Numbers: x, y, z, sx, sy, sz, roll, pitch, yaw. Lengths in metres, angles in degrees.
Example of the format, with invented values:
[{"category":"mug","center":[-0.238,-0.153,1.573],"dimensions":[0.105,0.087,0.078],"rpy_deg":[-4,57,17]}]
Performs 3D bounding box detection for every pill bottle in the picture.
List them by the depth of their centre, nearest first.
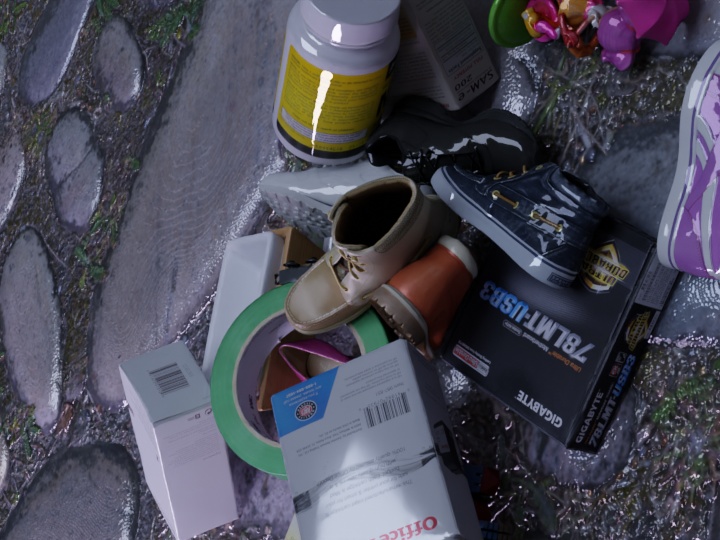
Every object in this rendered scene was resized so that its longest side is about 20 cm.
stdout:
[{"category":"pill bottle","center":[-0.022,-0.208,1.526],"dimensions":[0.200,0.114,0.114],"rpy_deg":[105,156,-54]}]

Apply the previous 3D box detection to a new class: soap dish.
[{"category":"soap dish","center":[-0.106,0.059,1.701],"dimensions":[0.157,0.081,0.200],"rpy_deg":[-10,70,64]}]

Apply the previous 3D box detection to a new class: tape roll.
[{"category":"tape roll","center":[-0.053,0.111,1.543],"dimensions":[0.200,0.048,0.201],"rpy_deg":[-8,70,21]}]

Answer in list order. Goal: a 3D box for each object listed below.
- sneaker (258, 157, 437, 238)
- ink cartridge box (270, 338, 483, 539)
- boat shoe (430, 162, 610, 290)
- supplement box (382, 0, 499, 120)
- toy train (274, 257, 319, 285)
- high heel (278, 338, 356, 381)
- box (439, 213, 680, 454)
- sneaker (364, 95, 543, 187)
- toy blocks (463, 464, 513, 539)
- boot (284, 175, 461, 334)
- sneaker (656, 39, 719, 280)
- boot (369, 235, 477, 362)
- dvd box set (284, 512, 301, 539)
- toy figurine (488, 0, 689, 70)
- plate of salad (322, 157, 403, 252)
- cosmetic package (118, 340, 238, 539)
[{"category":"sneaker","center":[-0.012,-0.080,1.597],"dimensions":[0.200,0.076,0.081],"rpy_deg":[12,71,26]},{"category":"ink cartridge box","center":[0.015,0.186,1.399],"dimensions":[0.145,0.084,0.200],"rpy_deg":[-24,58,15]},{"category":"boat shoe","center":[0.148,-0.067,1.403],"dimensions":[0.200,0.071,0.091],"rpy_deg":[44,107,44]},{"category":"supplement box","center":[0.041,-0.260,1.571],"dimensions":[0.074,0.200,0.126],"rpy_deg":[-40,24,-32]},{"category":"toy train","center":[0.000,0.000,1.578],"dimensions":[0.200,0.046,0.034],"rpy_deg":[-7,78,30]},{"category":"high heel","center":[-0.003,0.126,1.560],"dimensions":[0.200,0.096,0.067],"rpy_deg":[45,112,48]},{"category":"box","center":[0.181,0.036,1.410],"dimensions":[0.200,0.050,0.199],"rpy_deg":[36,104,51]},{"category":"sneaker","center":[0.090,-0.114,1.513],"dimensions":[0.200,0.076,0.091],"rpy_deg":[12,43,42]},{"category":"toy blocks","center":[0.079,0.254,1.433],"dimensions":[0.137,0.100,0.200],"rpy_deg":[0,77,39]},{"category":"boot","center":[-0.008,-0.014,1.448],"dimensions":[0.200,0.155,0.073],"rpy_deg":[-33,75,12]},{"category":"sneaker","center":[0.323,-0.089,1.271],"dimensions":[0.114,0.073,0.201],"rpy_deg":[15,98,48]},{"category":"boot","center":[0.072,0.025,1.482],"dimensions":[0.075,0.200,0.107],"rpy_deg":[43,84,9]},{"category":"dvd box set","center":[-0.025,0.266,1.574],"dimensions":[0.146,0.029,0.200],"rpy_deg":[34,104,60]},{"category":"toy figurine","center":[0.218,-0.255,1.424],"dimensions":[0.184,0.150,0.200],"rpy_deg":[45,134,38]},{"category":"plate of salad","center":[0.017,-0.040,1.636],"dimensions":[0.200,0.048,0.200],"rpy_deg":[-21,61,46]},{"category":"cosmetic package","center":[-0.200,0.191,1.708],"dimensions":[0.113,0.081,0.200],"rpy_deg":[51,154,45]}]
